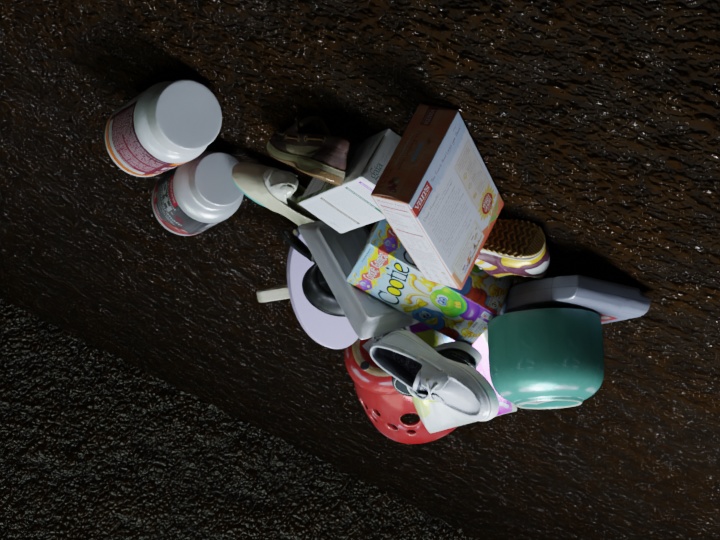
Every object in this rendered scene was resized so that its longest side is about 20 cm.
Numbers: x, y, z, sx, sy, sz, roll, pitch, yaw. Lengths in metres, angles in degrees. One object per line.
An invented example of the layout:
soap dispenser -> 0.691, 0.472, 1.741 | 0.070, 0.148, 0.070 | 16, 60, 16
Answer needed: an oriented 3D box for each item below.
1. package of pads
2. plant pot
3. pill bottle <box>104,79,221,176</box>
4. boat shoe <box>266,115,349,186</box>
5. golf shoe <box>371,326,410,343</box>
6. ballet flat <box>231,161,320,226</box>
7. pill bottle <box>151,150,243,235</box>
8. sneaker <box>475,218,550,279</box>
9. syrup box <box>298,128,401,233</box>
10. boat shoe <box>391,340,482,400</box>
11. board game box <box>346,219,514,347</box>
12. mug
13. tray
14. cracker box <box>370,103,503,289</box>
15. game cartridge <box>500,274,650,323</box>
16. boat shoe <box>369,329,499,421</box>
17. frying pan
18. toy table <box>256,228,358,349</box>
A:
package of pads -> 0.141, 0.150, 1.861 | 0.154, 0.068, 0.200 | -16, 120, 13
plant pot -> 0.080, 0.165, 2.028 | 0.200, 0.201, 0.183 | 17, 154, 30
pill bottle -> -0.275, -0.200, 1.693 | 0.114, 0.114, 0.200 | 36, 160, -22
boat shoe -> -0.063, -0.165, 1.572 | 0.072, 0.072, 0.200 | 17, -172, -24
golf shoe -> 0.029, 0.034, 1.807 | 0.200, 0.094, 0.078 | 50, 138, 22
ballet flat -> -0.094, -0.108, 1.781 | 0.200, 0.070, 0.069 | 33, 161, -21
pill bottle -> -0.244, -0.121, 1.859 | 0.111, 0.111, 0.200 | 34, 160, -16
sneaker -> 0.153, -0.033, 1.600 | 0.200, 0.075, 0.090 | 19, 155, 26
syrup box -> 0.004, -0.114, 1.586 | 0.081, 0.079, 0.200 | 35, 160, -19
boat shoe -> 0.097, 0.154, 1.749 | 0.076, 0.060, 0.200 | 36, 149, -11
board game box -> 0.100, 0.001, 1.682 | 0.200, 0.105, 0.103 | 28, 144, -3
mug -> 0.249, 0.125, 1.613 | 0.152, 0.115, 0.185 | -6, 165, 15
tray -> 0.000, 0.000, 1.724 | 0.200, 0.107, 0.022 | 61, 144, 22
cracker box -> 0.096, -0.086, 1.450 | 0.058, 0.134, 0.200 | 17, 158, 31
game cartridge -> 0.276, 0.043, 1.627 | 0.133, 0.041, 0.200 | 16, 166, -20
boat shoe -> 0.096, 0.145, 1.637 | 0.200, 0.068, 0.072 | 38, 128, 30
frying pan -> -0.038, -0.008, 1.767 | 0.115, 0.190, 0.031 | -8, 140, -18
toy table -> -0.063, 0.020, 1.913 | 0.184, 0.200, 0.117 | -1, -178, -20
